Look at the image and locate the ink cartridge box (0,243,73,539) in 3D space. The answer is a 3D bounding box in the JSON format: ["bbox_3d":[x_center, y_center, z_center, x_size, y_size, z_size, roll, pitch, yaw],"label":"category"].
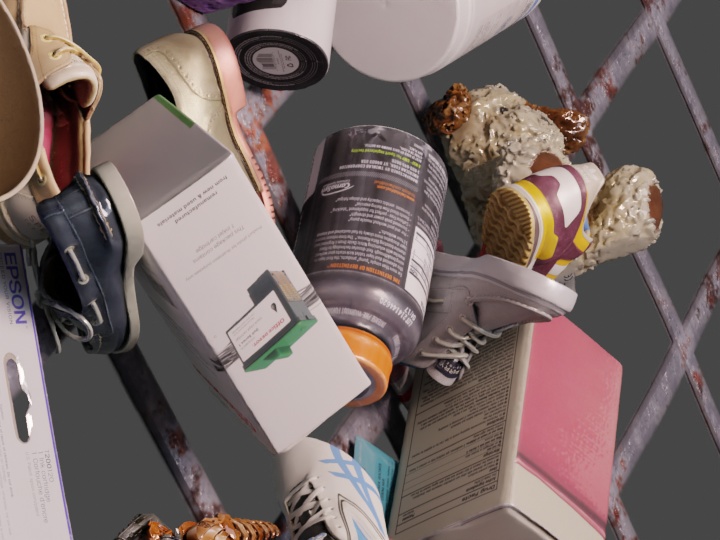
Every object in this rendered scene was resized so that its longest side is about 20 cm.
[{"bbox_3d":[-0.258,0.082,1.446,0.200,0.043,0.199,1,76,-56],"label":"ink cartridge box"}]

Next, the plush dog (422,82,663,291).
[{"bbox_3d":[0.130,-0.076,2.065,0.200,0.160,0.172,11,48,-45],"label":"plush dog"}]

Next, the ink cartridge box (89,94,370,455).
[{"bbox_3d":[-0.093,0.003,1.627,0.084,0.146,0.200,-36,120,-9],"label":"ink cartridge box"}]

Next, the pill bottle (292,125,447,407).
[{"bbox_3d":[0.000,0.000,1.831,0.106,0.106,0.201,46,42,-39],"label":"pill bottle"}]

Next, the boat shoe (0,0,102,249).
[{"bbox_3d":[-0.198,-0.114,1.597,0.074,0.069,0.201,22,60,-53],"label":"boat shoe"}]

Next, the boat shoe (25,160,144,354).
[{"bbox_3d":[-0.171,0.003,1.537,0.062,0.200,0.075,-22,73,-16],"label":"boat shoe"}]

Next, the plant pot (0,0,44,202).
[{"bbox_3d":[-0.291,-0.094,1.362,0.200,0.134,0.201,40,34,-33],"label":"plant pot"}]

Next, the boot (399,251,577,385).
[{"bbox_3d":[0.086,0.043,1.832,0.073,0.200,0.096,26,82,-21],"label":"boot"}]

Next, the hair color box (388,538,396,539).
[{"bbox_3d":[0.017,0.299,1.712,0.111,0.064,0.200,49,61,-35],"label":"hair color box"}]

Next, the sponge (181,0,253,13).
[{"bbox_3d":[-0.064,-0.235,1.734,0.111,0.199,0.030,32,54,-47],"label":"sponge"}]

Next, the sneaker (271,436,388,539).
[{"bbox_3d":[-0.021,0.180,1.698,0.072,0.072,0.200,36,17,-40],"label":"sneaker"}]

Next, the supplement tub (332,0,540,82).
[{"bbox_3d":[0.063,-0.237,2.005,0.200,0.132,0.132,-34,107,-57],"label":"supplement tub"}]

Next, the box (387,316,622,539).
[{"bbox_3d":[0.110,0.141,1.862,0.109,0.128,0.201,38,43,-29],"label":"box"}]

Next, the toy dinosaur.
[{"bbox_3d":[-0.097,0.207,1.613,0.200,0.102,0.136,-34,92,-40],"label":"toy dinosaur"}]

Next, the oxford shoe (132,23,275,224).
[{"bbox_3d":[-0.113,-0.067,1.735,0.074,0.071,0.201,-16,92,-33],"label":"oxford shoe"}]

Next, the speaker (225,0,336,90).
[{"bbox_3d":[-0.052,-0.238,1.868,0.081,0.081,0.201,39,47,-44],"label":"speaker"}]

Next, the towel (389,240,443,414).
[{"bbox_3d":[0.078,0.088,2.000,0.200,0.023,0.144,57,37,-27],"label":"towel"}]

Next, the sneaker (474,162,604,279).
[{"bbox_3d":[0.134,-0.009,1.929,0.090,0.200,0.075,-22,68,-24],"label":"sneaker"}]

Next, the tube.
[{"bbox_3d":[0.059,0.199,1.904,0.200,0.050,0.078,35,40,-40],"label":"tube"}]
